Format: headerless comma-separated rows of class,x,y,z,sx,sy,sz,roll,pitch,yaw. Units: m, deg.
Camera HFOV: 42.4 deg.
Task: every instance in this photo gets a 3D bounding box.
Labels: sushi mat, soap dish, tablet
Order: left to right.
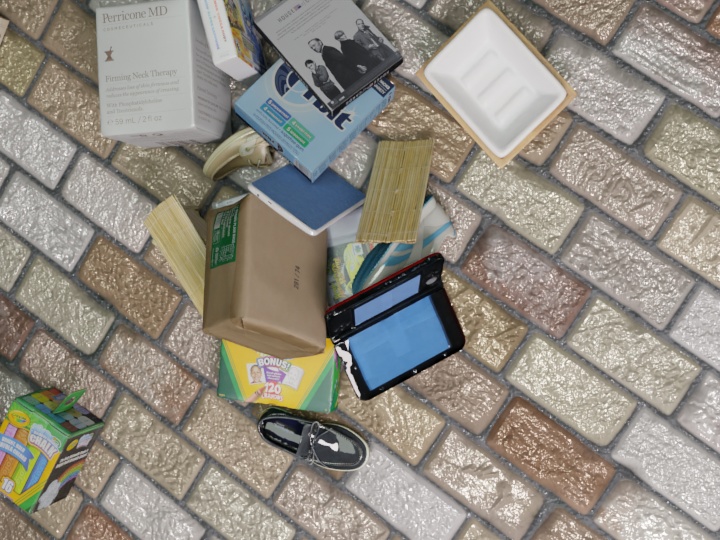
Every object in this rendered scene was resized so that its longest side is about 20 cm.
sushi mat,-0.271,-0.016,1.483,0.095,0.012,0.202,-29,93,42
tablet,-0.078,-0.119,1.432,0.129,0.200,0.014,36,120,9
sushi mat,0.055,-0.123,1.423,0.094,0.012,0.203,2,56,16
soap dish,0.206,-0.281,1.415,0.157,0.081,0.201,-43,82,11

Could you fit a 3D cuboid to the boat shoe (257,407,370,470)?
boat shoe,-0.080,0.277,1.508,0.197,0.062,0.076,19,94,11

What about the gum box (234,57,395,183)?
gum box,-0.071,-0.268,1.462,0.170,0.045,0.200,41,75,9

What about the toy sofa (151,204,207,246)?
toy sofa,-0.248,-0.012,1.519,0.200,0.097,0.083,43,106,9

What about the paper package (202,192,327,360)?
paper package,-0.142,0.014,1.411,0.102,0.189,0.204,-15,64,36

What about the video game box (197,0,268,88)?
video game box,-0.204,-0.394,1.451,0.046,0.200,0.186,-18,88,9

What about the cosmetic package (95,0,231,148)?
cosmetic package,-0.313,-0.312,1.495,0.164,0.166,0.204,-3,90,13

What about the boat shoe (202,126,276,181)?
boat shoe,-0.167,-0.199,1.514,0.198,0.072,0.066,-33,83,6

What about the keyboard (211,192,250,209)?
keyboard,-0.153,-0.109,1.543,0.196,0.011,0.057,-14,93,14

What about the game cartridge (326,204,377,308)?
game cartridge,0.000,0.000,1.496,0.131,0.041,0.204,-14,88,17

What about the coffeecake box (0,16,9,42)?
coffeecake box,-0.710,-0.366,1.594,0.072,0.153,0.203,25,97,12

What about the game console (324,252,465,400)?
game console,0.058,0.088,1.400,0.198,0.173,0.120,-28,73,-8

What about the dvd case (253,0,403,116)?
dvd case,-0.051,-0.359,1.455,0.150,0.025,0.201,-38,77,-13

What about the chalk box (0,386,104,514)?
chalk box,-0.535,0.284,1.585,0.123,0.125,0.202,29,96,11

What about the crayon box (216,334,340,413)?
crayon box,-0.130,0.157,1.517,0.196,0.058,0.121,6,92,13

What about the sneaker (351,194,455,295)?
sneaker,0.067,-0.021,1.431,0.200,0.076,0.081,-47,106,-11
